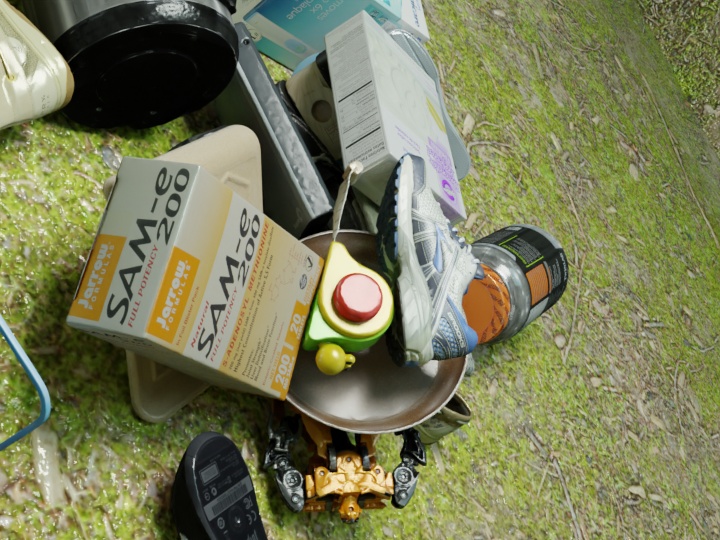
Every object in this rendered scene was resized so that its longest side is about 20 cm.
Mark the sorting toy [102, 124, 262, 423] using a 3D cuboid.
[{"bbox_3d":[-0.139,-0.003,0.798,0.185,0.036,0.201,-38,130,-54],"label":"sorting toy"}]

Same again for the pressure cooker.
[{"bbox_3d":[-0.211,-0.246,0.843,0.178,0.176,0.201,-9,69,-28],"label":"pressure cooker"}]

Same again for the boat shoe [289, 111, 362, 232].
[{"bbox_3d":[-0.042,-0.087,1.026,0.074,0.060,0.201,-23,85,-23],"label":"boat shoe"}]

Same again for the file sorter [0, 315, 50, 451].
[{"bbox_3d":[-0.293,0.083,0.516,0.139,0.123,0.200,57,33,-1],"label":"file sorter"}]

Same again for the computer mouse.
[{"bbox_3d":[-0.112,0.230,0.715,0.140,0.046,0.201,-34,104,-61],"label":"computer mouse"}]

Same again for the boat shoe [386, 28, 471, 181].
[{"bbox_3d":[0.066,-0.195,1.170,0.201,0.073,0.067,65,-8,-20],"label":"boat shoe"}]

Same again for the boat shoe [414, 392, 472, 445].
[{"bbox_3d":[0.034,0.095,0.997,0.200,0.063,0.073,45,36,-20],"label":"boat shoe"}]

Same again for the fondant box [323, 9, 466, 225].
[{"bbox_3d":[0.035,-0.149,1.004,0.144,0.058,0.201,34,39,-46],"label":"fondant box"}]

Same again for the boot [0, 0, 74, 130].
[{"bbox_3d":[-0.333,-0.167,0.710,0.200,0.073,0.156,45,43,-4],"label":"boot"}]

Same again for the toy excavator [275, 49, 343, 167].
[{"bbox_3d":[0.003,-0.172,1.153,0.195,0.100,0.200,58,24,-4],"label":"toy excavator"}]

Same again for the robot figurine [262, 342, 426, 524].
[{"bbox_3d":[-0.018,0.130,0.870,0.144,0.058,0.201,1,61,-12],"label":"robot figurine"}]

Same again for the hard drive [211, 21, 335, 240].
[{"bbox_3d":[-0.091,-0.121,0.946,0.033,0.140,0.201,-24,83,-18],"label":"hard drive"}]

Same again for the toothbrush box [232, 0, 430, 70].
[{"bbox_3d":[-0.039,-0.307,1.146,0.200,0.146,0.086,22,48,-44],"label":"toothbrush box"}]

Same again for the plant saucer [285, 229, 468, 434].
[{"bbox_3d":[-0.001,0.056,0.864,0.199,0.032,0.201,6,59,-11],"label":"plant saucer"}]

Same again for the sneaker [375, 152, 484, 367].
[{"bbox_3d":[0.063,-0.010,0.864,0.085,0.077,0.201,2,69,-14],"label":"sneaker"}]

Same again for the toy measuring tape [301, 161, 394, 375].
[{"bbox_3d":[0.000,0.000,0.836,0.073,0.073,0.201,33,55,-34],"label":"toy measuring tape"}]

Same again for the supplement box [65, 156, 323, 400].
[{"bbox_3d":[-0.113,0.013,0.730,0.200,0.073,0.127,37,65,-59],"label":"supplement box"}]

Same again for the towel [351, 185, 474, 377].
[{"bbox_3d":[0.052,0.011,1.016,0.192,0.034,0.201,21,51,-62],"label":"towel"}]

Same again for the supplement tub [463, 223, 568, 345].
[{"bbox_3d":[0.169,0.018,1.185,0.200,0.122,0.123,-23,83,-57],"label":"supplement tub"}]

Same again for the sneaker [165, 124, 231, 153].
[{"bbox_3d":[-0.157,-0.072,0.855,0.077,0.084,0.200,43,36,-21],"label":"sneaker"}]
